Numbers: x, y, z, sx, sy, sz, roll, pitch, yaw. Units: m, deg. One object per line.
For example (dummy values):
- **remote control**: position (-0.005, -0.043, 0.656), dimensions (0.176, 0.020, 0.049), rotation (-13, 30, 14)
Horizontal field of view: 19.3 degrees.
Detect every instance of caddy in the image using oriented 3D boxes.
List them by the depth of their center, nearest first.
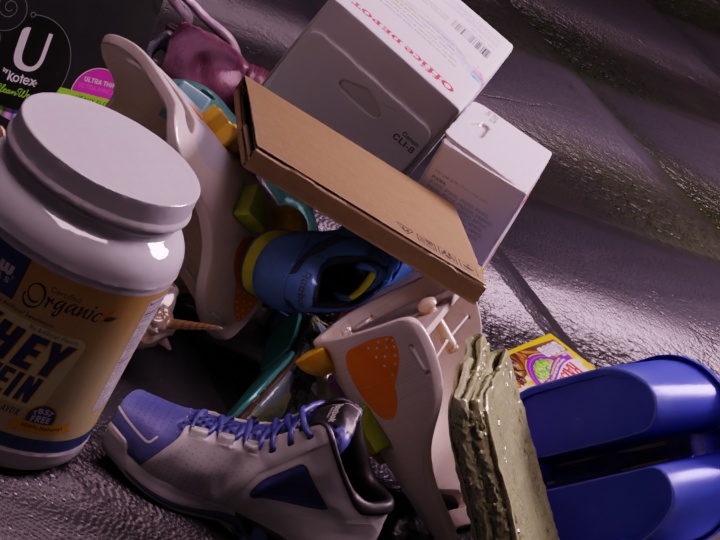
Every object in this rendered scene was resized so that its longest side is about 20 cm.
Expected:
- **caddy**: position (0.194, 0.140, 1.567), dimensions (0.104, 0.199, 0.143), rotation (1, 76, -45)

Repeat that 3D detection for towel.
- **towel**: position (0.099, 0.154, 1.457), dimensions (0.148, 0.036, 0.202), rotation (-54, 129, -70)

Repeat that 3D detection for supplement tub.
- **supplement tub**: position (-0.196, 0.006, 1.313), dimensions (0.144, 0.201, 0.145), rotation (26, 21, -11)

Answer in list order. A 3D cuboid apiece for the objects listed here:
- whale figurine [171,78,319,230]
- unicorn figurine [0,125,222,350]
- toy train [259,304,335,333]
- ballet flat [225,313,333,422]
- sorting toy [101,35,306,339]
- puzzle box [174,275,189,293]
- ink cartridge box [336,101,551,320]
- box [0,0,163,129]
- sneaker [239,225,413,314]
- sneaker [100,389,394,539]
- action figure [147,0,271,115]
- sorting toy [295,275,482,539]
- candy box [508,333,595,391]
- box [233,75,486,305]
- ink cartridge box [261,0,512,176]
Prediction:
- **whale figurine**: position (-0.117, -0.091, 1.775), dimensions (0.199, 0.104, 0.159), rotation (23, 22, -16)
- **unicorn figurine**: position (-0.196, -0.017, 1.500), dimensions (0.199, 0.074, 0.138), rotation (20, 43, -15)
- **toy train**: position (0.005, 0.078, 1.666), dimensions (0.199, 0.034, 0.046), rotation (32, 33, -1)
- **ballet flat**: position (-0.047, 0.088, 1.528), dimensions (0.074, 0.075, 0.200), rotation (30, 24, -1)
- **sorting toy**: position (-0.130, -0.085, 1.548), dimensions (0.200, 0.106, 0.180), rotation (56, -4, 34)
- **puzzle box**: position (-0.224, -0.029, 1.600), dimensions (0.133, 0.026, 0.199), rotation (43, 24, 26)
- **ink cartridge box**: position (0.066, -0.022, 1.734), dimensions (0.083, 0.201, 0.145), rotation (31, 21, 2)
- **box**: position (-0.255, -0.199, 1.665), dimensions (0.148, 0.201, 0.124), rotation (12, 11, -41)
- **sneaker**: position (0.000, 0.000, 1.572), dimensions (0.078, 0.066, 0.199), rotation (22, 20, 34)
- **sneaker**: position (-0.057, 0.118, 1.370), dimensions (0.199, 0.116, 0.081), rotation (33, 20, 5)
- **action figure**: position (-0.099, -0.167, 1.934), dimensions (0.198, 0.150, 0.134), rotation (16, 15, 0)
- **sorting toy**: position (0.044, 0.111, 1.505), dimensions (0.200, 0.106, 0.181), rotation (-41, 109, -75)
- **candy box**: position (0.160, 0.107, 1.817), dimensions (0.102, 0.026, 0.200), rotation (41, 23, 15)
- **box**: position (-0.003, -0.061, 1.547), dimensions (0.199, 0.021, 0.164), rotation (31, 16, -17)
- **ink cartridge box**: position (0.016, -0.162, 1.824), dimensions (0.145, 0.145, 0.200), rotation (41, 26, 0)
